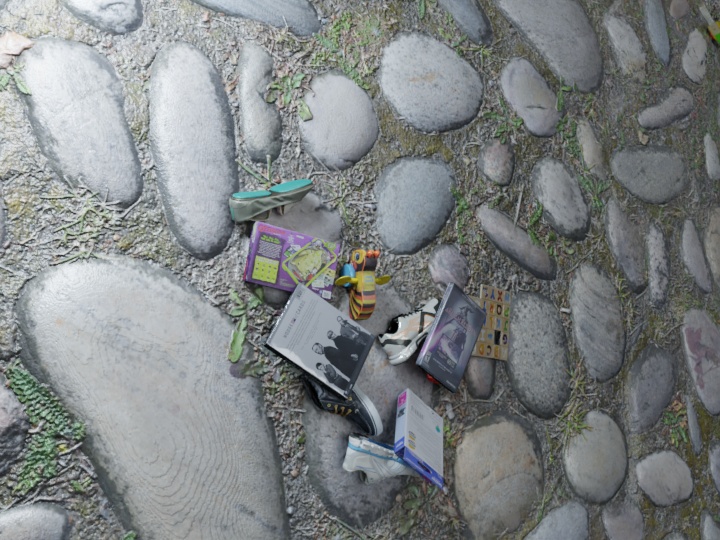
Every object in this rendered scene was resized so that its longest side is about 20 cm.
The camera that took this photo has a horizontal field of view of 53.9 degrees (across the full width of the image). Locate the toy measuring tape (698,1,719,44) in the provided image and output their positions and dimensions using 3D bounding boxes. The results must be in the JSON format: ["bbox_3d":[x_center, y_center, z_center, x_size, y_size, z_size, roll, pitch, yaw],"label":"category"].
[{"bbox_3d":[1.334,-0.933,2.659,0.201,0.073,0.074,49,57,-15],"label":"toy measuring tape"}]

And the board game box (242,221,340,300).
[{"bbox_3d":[-0.138,-0.017,1.448,0.196,0.032,0.123,15,85,-31],"label":"board game box"}]

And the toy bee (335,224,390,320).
[{"bbox_3d":[0.000,0.000,1.503,0.129,0.108,0.204,-25,93,-33],"label":"toy bee"}]

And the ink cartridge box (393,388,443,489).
[{"bbox_3d":[0.124,0.357,1.485,0.119,0.042,0.202,42,26,-19],"label":"ink cartridge box"}]

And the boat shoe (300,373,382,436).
[{"bbox_3d":[-0.040,0.271,1.437,0.090,0.071,0.202,-36,93,-33],"label":"boat shoe"}]

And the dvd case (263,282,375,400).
[{"bbox_3d":[-0.077,0.141,1.411,0.198,0.025,0.152,35,59,-11],"label":"dvd case"}]

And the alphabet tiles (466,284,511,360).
[{"bbox_3d":[0.303,0.122,1.699,0.197,0.007,0.172,14,79,-46],"label":"alphabet tiles"}]

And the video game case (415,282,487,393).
[{"bbox_3d":[0.207,0.151,1.586,0.142,0.019,0.204,38,69,-35],"label":"video game case"}]

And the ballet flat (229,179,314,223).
[{"bbox_3d":[-0.180,-0.140,1.451,0.197,0.067,0.065,-18,116,-35],"label":"ballet flat"}]

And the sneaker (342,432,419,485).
[{"bbox_3d":[0.041,0.405,1.467,0.197,0.075,0.088,26,87,-28],"label":"sneaker"}]

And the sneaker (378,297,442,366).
[{"bbox_3d":[0.117,0.118,1.575,0.081,0.073,0.200,52,56,-9],"label":"sneaker"}]

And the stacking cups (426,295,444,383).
[{"bbox_3d":[0.194,0.155,1.626,0.060,0.060,0.204,30,64,-24],"label":"stacking cups"}]
